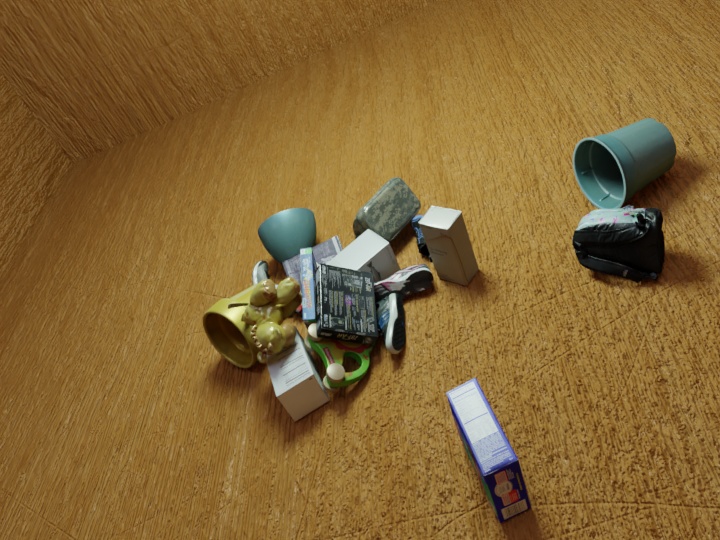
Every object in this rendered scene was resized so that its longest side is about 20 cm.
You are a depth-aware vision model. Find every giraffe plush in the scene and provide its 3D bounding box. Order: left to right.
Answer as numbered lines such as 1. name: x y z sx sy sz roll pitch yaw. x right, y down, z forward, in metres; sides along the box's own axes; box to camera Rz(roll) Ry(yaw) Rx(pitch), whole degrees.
1. giraffe plush: -0.227 0.136 1.537 0.195 0.175 0.165 -17 57 -13

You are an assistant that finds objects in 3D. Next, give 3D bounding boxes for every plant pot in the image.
1. plant pot: -0.325 0.145 1.739 0.197 0.205 0.189 7 36 37
2. plant pot: -0.224 -0.093 1.954 0.196 0.200 0.138 -24 71 7
3. plant pot: 0.697 -0.290 1.565 0.192 0.204 0.201 -26 37 -10

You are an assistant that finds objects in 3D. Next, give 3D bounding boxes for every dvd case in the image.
1. dvd case: -0.133 -0.002 1.857 0.196 0.016 0.152 -26 67 6

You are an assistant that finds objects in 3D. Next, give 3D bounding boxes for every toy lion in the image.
1. toy lion: -0.038 0.196 1.554 0.187 0.070 0.203 -12 55 -27

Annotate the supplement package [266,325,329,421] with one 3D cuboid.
1. supplement package: -0.171 0.265 1.558 0.108 0.115 0.201 -29 37 -2

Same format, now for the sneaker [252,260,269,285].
1. sneaker: -0.309 0.050 1.931 0.077 0.075 0.204 -10 47 8

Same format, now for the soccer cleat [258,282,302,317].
1. soccer cleat: -0.227 0.070 1.819 0.196 0.069 0.086 22 69 25

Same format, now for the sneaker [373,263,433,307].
1. sneaker: 0.112 0.039 1.677 0.195 0.082 0.087 -16 21 12

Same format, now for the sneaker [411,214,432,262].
1. sneaker: 0.189 -0.095 1.762 0.077 0.071 0.200 -29 38 -9

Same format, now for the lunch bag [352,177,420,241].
1. lunch bag: 0.073 -0.175 1.871 0.200 0.140 0.167 -47 11 -21

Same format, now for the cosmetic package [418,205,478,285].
1. cosmetic package: 0.237 -0.064 1.590 0.102 0.202 0.073 16 54 43

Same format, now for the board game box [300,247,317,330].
1. board game box: -0.135 0.061 1.634 0.033 0.136 0.206 -6 65 2

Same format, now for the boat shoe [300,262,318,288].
1. boat shoe: -0.144 0.067 1.747 0.071 0.062 0.205 0 66 -27

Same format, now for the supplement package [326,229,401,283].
1. supplement package: 0.000 0.000 1.741 0.199 0.118 0.117 -40 39 -12

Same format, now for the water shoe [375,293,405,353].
1. water shoe: 0.073 0.149 1.576 0.077 0.072 0.202 -22 32 23

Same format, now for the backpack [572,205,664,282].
1. backpack: 0.608 -0.071 1.416 0.196 0.171 0.126 3 27 39

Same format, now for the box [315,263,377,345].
1. box: -0.039 0.086 1.571 0.156 0.044 0.204 10 52 -20

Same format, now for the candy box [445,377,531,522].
1. candy box: 0.245 0.344 1.158 0.075 0.172 0.202 -22 37 1
